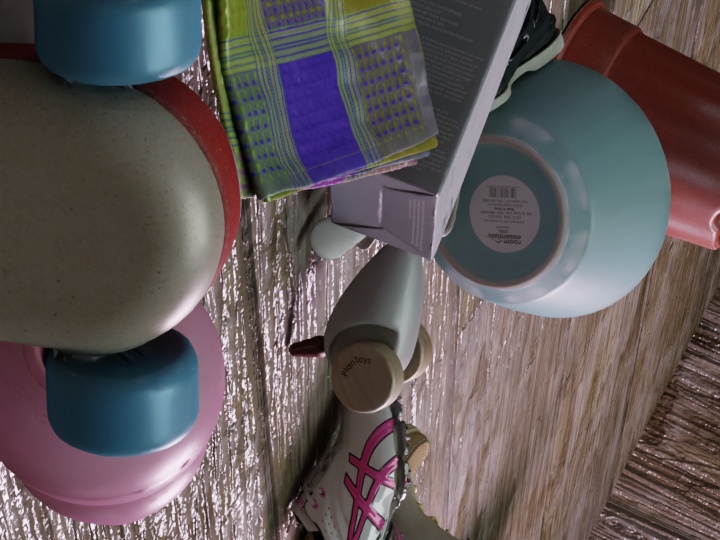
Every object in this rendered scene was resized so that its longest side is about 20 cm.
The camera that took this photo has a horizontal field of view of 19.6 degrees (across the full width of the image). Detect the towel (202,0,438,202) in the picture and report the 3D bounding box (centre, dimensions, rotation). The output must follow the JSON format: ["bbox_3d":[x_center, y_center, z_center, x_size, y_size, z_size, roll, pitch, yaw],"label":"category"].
[{"bbox_3d":[-0.020,-0.120,1.176,0.200,0.023,0.145,-18,100,-57],"label":"towel"}]

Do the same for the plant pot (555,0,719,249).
[{"bbox_3d":[0.271,-0.124,1.944,0.201,0.194,0.201,-57,162,-30],"label":"plant pot"}]

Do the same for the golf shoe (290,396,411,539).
[{"bbox_3d":[-0.008,0.175,1.666,0.073,0.091,0.202,-172,-96,-76],"label":"golf shoe"}]

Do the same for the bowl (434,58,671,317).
[{"bbox_3d":[0.121,-0.053,1.568,0.105,0.200,0.202,-21,133,-59],"label":"bowl"}]

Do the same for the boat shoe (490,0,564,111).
[{"bbox_3d":[0.087,-0.163,1.533,0.199,0.074,0.066,-37,119,-44],"label":"boat shoe"}]

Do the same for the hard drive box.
[{"bbox_3d":[0.049,-0.128,1.357,0.156,0.076,0.201,92,20,-75],"label":"hard drive box"}]

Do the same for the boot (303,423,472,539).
[{"bbox_3d":[0.054,0.223,1.792,0.200,0.154,0.072,-47,155,-50],"label":"boot"}]

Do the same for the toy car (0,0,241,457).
[{"bbox_3d":[-0.119,-0.058,0.851,0.200,0.176,0.185,-63,158,-62],"label":"toy car"}]

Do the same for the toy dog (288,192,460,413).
[{"bbox_3d":[0.000,0.000,1.476,0.132,0.096,0.201,38,61,-71],"label":"toy dog"}]

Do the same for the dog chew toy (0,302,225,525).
[{"bbox_3d":[-0.130,0.072,1.066,0.125,0.124,0.200,-60,171,-22],"label":"dog chew toy"}]
